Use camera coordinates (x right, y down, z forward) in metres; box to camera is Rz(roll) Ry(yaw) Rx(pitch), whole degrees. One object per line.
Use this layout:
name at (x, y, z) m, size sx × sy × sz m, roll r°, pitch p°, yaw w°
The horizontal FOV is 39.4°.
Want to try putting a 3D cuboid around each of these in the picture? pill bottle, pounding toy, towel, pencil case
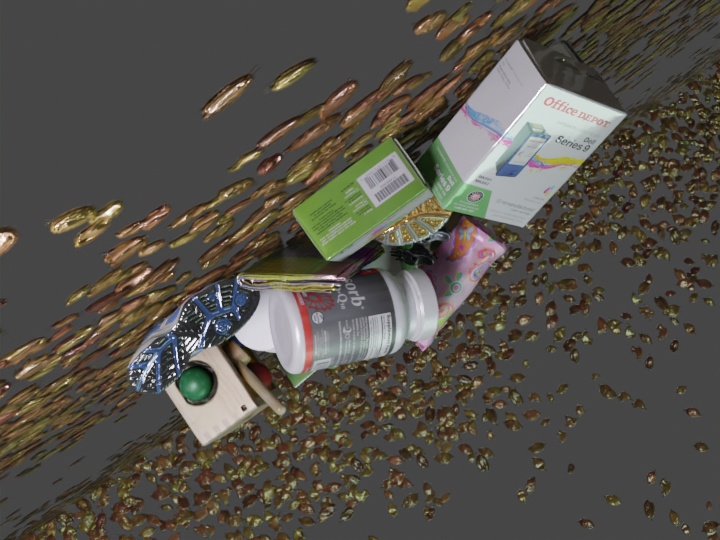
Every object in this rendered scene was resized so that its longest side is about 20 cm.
pill bottle at (-0.113, 0.058, 1.471) m, size 0.116 × 0.116 × 0.200 m, roll -36°, pitch 175°, yaw 13°
pill bottle at (-0.009, 0.059, 1.295) m, size 0.199 × 0.116 × 0.116 m, roll -10°, pitch 166°, yaw -21°
pounding toy at (-0.192, 0.155, 1.460) m, size 0.142 × 0.184 × 0.200 m, roll -36°, pitch 174°, yaw 7°
towel at (-0.060, -0.008, 1.293) m, size 0.143 × 0.023 × 0.200 m, roll 0°, pitch -165°, yaw 18°
pencil case at (0.122, 0.018, 1.445) m, size 0.200 × 0.087 × 0.087 m, roll -53°, pitch 172°, yaw 7°

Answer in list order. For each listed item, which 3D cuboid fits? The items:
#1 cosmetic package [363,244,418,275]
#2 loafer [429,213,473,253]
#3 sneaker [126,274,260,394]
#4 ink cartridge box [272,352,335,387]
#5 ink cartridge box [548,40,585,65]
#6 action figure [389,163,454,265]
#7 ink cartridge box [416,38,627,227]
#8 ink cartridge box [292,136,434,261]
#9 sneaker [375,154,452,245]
cosmetic package at (0.000, 0.000, 1.451) m, size 0.084 × 0.108 × 0.200 m, roll 1°, pitch -154°, yaw 29°
loafer at (0.142, -0.103, 1.543) m, size 0.067 × 0.201 × 0.076 m, roll 3°, pitch 146°, yaw 7°
sneaker at (-0.216, 0.070, 1.275) m, size 0.200 × 0.076 × 0.077 m, roll -37°, pitch -159°, yaw -6°
ink cartridge box at (-0.045, 0.087, 1.590) m, size 0.200 × 0.104 × 0.059 m, roll -40°, pitch 162°, yaw 12°
ink cartridge box at (0.228, -0.215, 1.362) m, size 0.145 × 0.085 × 0.200 m, roll -35°, pitch 173°, yaw 1°
action figure at (0.100, -0.109, 1.430) m, size 0.119 × 0.102 × 0.200 m, roll 116°, pitch -3°, yaw -53°
ink cartridge box at (0.188, -0.156, 1.181) m, size 0.145 × 0.088 × 0.200 m, roll 10°, pitch 131°, yaw -38°
ink cartridge box at (0.014, -0.081, 1.246) m, size 0.148 × 0.076 × 0.200 m, roll -36°, pitch 173°, yaw 7°
sneaker at (0.093, -0.109, 1.337) m, size 0.200 × 0.076 × 0.088 m, roll -32°, pitch -144°, yaw 4°
